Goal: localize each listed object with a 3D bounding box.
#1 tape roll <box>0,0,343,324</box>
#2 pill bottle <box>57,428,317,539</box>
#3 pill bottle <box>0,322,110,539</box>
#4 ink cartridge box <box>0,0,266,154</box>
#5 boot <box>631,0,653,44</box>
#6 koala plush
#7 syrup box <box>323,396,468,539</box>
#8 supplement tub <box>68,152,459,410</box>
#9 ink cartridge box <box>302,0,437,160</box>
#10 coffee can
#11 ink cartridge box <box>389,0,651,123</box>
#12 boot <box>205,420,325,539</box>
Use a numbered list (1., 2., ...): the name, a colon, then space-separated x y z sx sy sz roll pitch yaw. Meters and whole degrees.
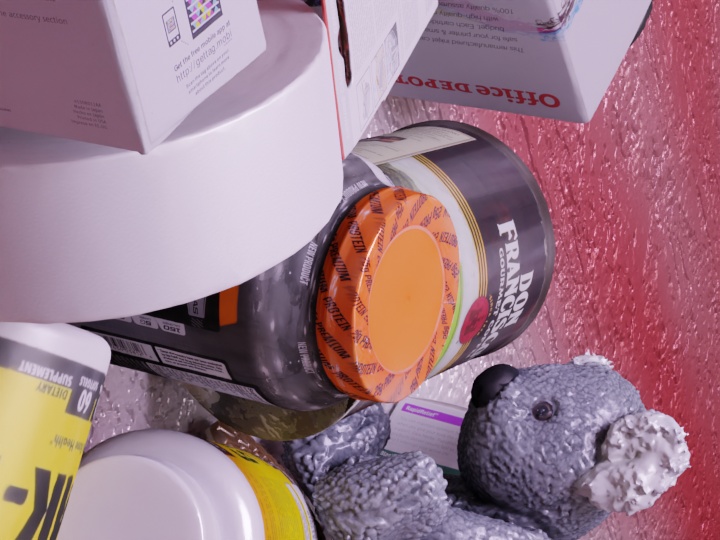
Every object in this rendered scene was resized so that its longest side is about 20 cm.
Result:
1. tape roll: -0.108 -0.057 0.776 0.202 0.202 0.071 -42 133 -46
2. pill bottle: -0.090 0.136 0.915 0.200 0.109 0.109 46 59 -77
3. pill bottle: -0.187 0.110 0.787 0.114 0.114 0.200 28 76 -59
4. ink cartridge box: -0.151 -0.149 0.668 0.084 0.200 0.176 -47 139 -41
5. boot: 0.139 -0.249 1.250 0.158 0.079 0.212 -15 103 -65
6. koala plush: 0.087 0.127 1.077 0.200 0.177 0.184 -36 105 -5
7. syrup box: 0.028 0.186 1.213 0.200 0.081 0.079 -57 145 -31
8. supplement tub: -0.062 -0.004 0.872 0.122 0.200 0.123 -28 123 -54
9. ink cartridge box: -0.010 -0.141 0.874 0.200 0.050 0.109 -63 150 -57
10. coffee can: 0.000 0.000 1.036 0.200 0.146 0.147 -19 116 -56
11. ink cartridge box: 0.076 -0.212 1.092 0.146 0.146 0.200 -61 147 -29
12. boot: -0.060 0.184 1.067 0.200 0.107 0.075 61 3 -16
